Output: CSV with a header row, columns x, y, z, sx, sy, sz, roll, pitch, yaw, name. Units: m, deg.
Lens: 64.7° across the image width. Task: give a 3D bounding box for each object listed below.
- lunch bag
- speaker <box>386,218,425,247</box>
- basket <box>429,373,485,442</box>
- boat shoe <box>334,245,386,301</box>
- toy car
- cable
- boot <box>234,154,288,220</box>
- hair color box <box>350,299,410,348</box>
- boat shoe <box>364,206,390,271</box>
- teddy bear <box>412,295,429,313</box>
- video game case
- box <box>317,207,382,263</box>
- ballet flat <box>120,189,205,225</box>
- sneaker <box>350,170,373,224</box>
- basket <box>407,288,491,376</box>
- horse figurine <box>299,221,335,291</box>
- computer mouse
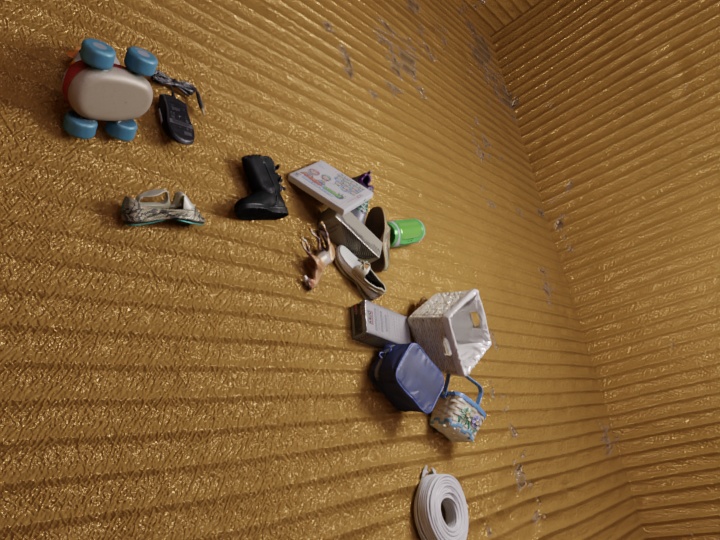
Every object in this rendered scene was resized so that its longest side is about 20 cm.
x,y,z,sx,sy,sz,roll,pitch,yaw,name
0.119,0.296,1.583,0.201,0.132,0.136,52,54,-19,lunch bag
0.139,-0.126,1.893,0.199,0.088,0.090,-12,79,-54,speaker
0.305,0.411,1.738,0.176,0.138,0.202,39,53,-30,basket
0.000,0.000,1.656,0.200,0.068,0.075,49,38,-20,boat shoe
-0.545,-0.400,1.162,0.200,0.185,0.176,44,31,22,toy car
0.224,0.660,1.549,0.201,0.069,0.200,55,37,-14,cable
-0.265,-0.215,1.446,0.197,0.073,0.165,-6,76,-60,boot
0.061,0.165,1.643,0.199,0.060,0.100,25,51,-43,hair color box
0.057,-0.098,1.780,0.063,0.072,0.203,5,84,-65,boat shoe
0.229,0.180,1.856,0.200,0.066,0.146,43,50,-37,teddy bear
-0.084,-0.244,1.649,0.199,0.024,0.182,34,35,13,video game case
-0.028,-0.105,1.673,0.200,0.082,0.069,41,43,-27,box
-0.411,-0.134,1.208,0.199,0.067,0.076,-5,110,-50,ballet flat
0.002,-0.221,1.772,0.074,0.087,0.203,24,52,-41,sneaker
0.272,0.186,1.727,0.199,0.159,0.201,-35,113,-46,basket
-0.115,-0.048,1.551,0.134,0.049,0.200,66,28,-19,horse figurine
-0.429,-0.374,1.363,0.140,0.046,0.202,0,65,-56,computer mouse
